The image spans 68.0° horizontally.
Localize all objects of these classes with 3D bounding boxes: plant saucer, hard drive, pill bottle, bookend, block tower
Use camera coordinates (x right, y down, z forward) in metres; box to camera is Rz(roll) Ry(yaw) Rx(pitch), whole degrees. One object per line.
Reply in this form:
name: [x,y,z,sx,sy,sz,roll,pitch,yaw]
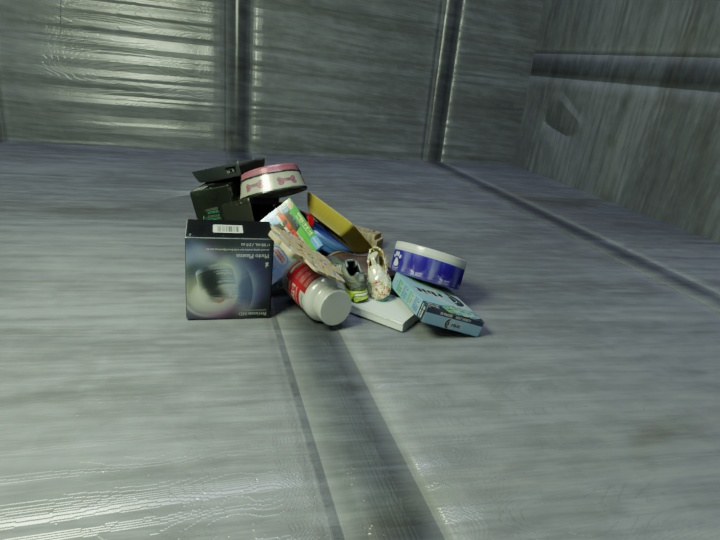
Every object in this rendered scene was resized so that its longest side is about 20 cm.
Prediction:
plant saucer: [-0.068,-0.128,1.595,0.199,0.049,0.200,38,-3,29]
hard drive: [0.050,0.091,1.350,0.196,0.027,0.131,17,24,28]
pill bottle: [-0.104,0.050,1.288,0.110,0.115,0.199,-7,24,-30]
bookend: [-0.291,-0.098,1.526,0.090,0.206,0.198,-10,3,16]
block tower: [-0.018,-0.121,1.835,0.196,0.055,0.058,17,23,25]
hard drive: [-0.386,-0.297,1.578,0.196,0.043,0.134,-2,17,34]

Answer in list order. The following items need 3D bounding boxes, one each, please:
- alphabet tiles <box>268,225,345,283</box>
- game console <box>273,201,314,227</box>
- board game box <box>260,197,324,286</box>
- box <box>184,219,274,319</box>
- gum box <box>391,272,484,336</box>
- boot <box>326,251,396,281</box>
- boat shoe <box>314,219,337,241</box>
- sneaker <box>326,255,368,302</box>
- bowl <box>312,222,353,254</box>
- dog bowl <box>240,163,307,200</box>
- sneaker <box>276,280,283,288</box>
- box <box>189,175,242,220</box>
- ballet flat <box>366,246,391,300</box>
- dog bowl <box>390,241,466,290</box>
alphabet tiles: [-0.123,-0.035,1.224,0.195,0.015,0.199,43,10,35]
game console: [-0.232,-0.107,1.603,0.198,0.180,0.031,26,0,45]
board game box: [-0.215,-0.064,1.377,0.199,0.153,0.037,-38,-3,0]
box: [-0.305,-0.002,1.245,0.195,0.203,0.124,0,25,-16]
gum box: [0.185,0.082,1.321,0.166,0.045,0.200,17,15,-25]
boot: [0.000,0.000,1.501,0.197,0.074,0.165,-11,26,-41]
boat shoe: [-0.086,-0.110,1.785,0.199,0.093,0.075,42,0,21]
sneaker: [-0.034,0.002,1.387,0.072,0.083,0.200,-9,30,-30]
bowl: [-0.112,-0.097,1.654,0.198,0.040,0.201,33,8,-5]
dog bowl: [-0.253,-0.249,1.524,0.195,0.076,0.200,-12,4,1]
sneaker: [-0.205,-0.038,1.454,0.113,0.076,0.203,-12,62,-27]
box: [-0.404,-0.161,1.596,0.121,0.205,0.149,-8,20,8]
ballet flat: [0.040,0.001,1.409,0.074,0.065,0.201,-19,30,8]
dog bowl: [0.180,-0.012,1.427,0.195,0.081,0.200,17,0,0]
